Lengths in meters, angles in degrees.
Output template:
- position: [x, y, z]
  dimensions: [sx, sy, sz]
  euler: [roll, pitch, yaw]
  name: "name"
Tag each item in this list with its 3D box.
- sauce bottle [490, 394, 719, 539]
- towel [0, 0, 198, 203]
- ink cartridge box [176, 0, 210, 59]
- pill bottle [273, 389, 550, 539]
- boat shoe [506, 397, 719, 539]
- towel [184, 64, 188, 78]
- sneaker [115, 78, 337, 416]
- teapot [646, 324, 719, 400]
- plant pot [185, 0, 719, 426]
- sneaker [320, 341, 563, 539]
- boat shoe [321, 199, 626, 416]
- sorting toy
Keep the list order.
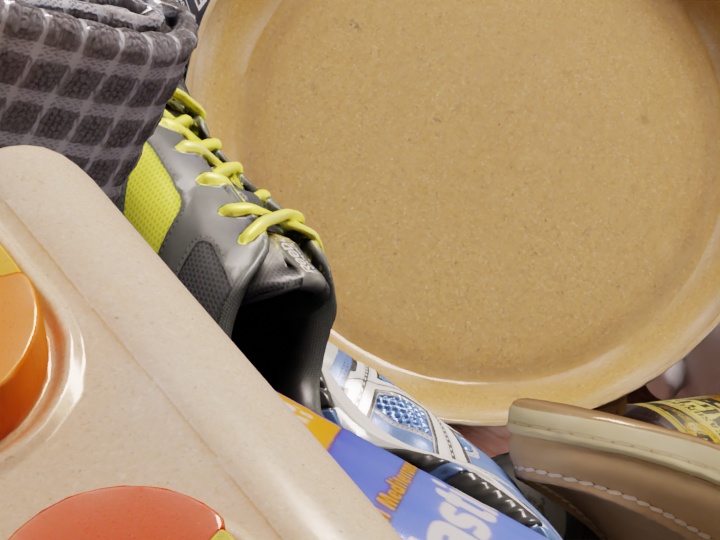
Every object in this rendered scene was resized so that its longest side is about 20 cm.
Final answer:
- position: [0.104, 0.079, 0.870]
  dimensions: [0.066, 0.066, 0.200]
  euler: [35, 19, 26]
  name: "sauce bottle"
- position: [-0.153, -0.021, 0.604]
  dimensions: [0.199, 0.166, 0.086]
  euler: [8, 31, -47]
  name: "towel"
- position: [-0.111, -0.066, 0.808]
  dimensions: [0.099, 0.039, 0.200]
  euler: [-7, 32, 24]
  name: "ink cartridge box"
- position: [-0.024, 0.088, 0.565]
  dimensions: [0.199, 0.112, 0.112]
  euler: [29, 17, 3]
  name: "pill bottle"
- position: [0.118, 0.098, 0.778]
  dimensions: [0.200, 0.065, 0.071]
  euler: [29, -10, -32]
  name: "boat shoe"
- position: [-0.070, -0.104, 0.993]
  dimensions: [0.146, 0.022, 0.200]
  euler: [15, 21, -27]
  name: "towel"
- position: [-0.046, -0.008, 0.701]
  dimensions: [0.074, 0.084, 0.201]
  euler: [10, 64, -56]
  name: "sneaker"
- position: [0.180, 0.015, 1.033]
  dimensions: [0.145, 0.198, 0.200]
  euler: [-19, 9, -16]
  name: "teapot"
- position: [0.041, -0.046, 0.813]
  dimensions: [0.199, 0.201, 0.027]
  euler: [28, -11, 4]
  name: "plant pot"
- position: [-0.011, 0.065, 0.749]
  dimensions: [0.200, 0.076, 0.077]
  euler: [39, 3, 26]
  name: "sneaker"
- position: [0.000, 0.000, 0.848]
  dimensions: [0.199, 0.071, 0.070]
  euler: [14, 14, 10]
  name: "boat shoe"
- position: [-0.096, 0.062, 0.473]
  dimensions: [0.199, 0.037, 0.185]
  euler: [-26, 52, -24]
  name: "sorting toy"
